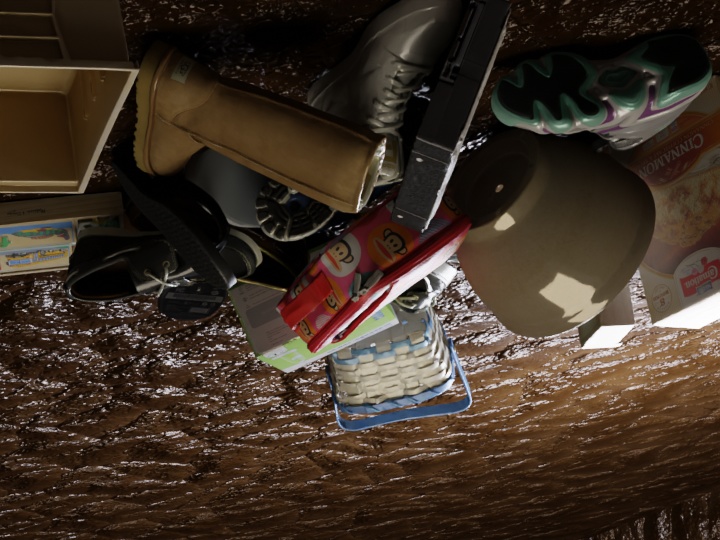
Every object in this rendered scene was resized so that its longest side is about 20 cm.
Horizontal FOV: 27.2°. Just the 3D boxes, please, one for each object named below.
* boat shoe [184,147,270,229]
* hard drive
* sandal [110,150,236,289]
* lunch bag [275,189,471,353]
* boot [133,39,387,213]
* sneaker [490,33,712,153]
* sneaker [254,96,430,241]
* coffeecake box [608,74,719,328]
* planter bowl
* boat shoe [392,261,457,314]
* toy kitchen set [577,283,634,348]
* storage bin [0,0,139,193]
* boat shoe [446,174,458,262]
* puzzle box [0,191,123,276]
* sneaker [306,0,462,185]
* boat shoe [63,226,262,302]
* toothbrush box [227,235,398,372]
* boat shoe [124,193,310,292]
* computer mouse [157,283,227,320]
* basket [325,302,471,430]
[{"bbox_3d":[-0.110,-0.074,1.399,0.068,0.074,0.199,0,178,33],"label":"boat shoe"},{"bbox_3d":[0.073,-0.126,1.231,0.038,0.140,0.200,21,162,2],"label":"hard drive"},{"bbox_3d":[-0.156,-0.055,1.299,0.048,0.200,0.075,-34,136,-13],"label":"sandal"},{"bbox_3d":[0.000,0.000,1.407,0.176,0.082,0.200,-35,175,-27],"label":"lunch bag"},{"bbox_3d":[-0.085,-0.094,1.217,0.200,0.066,0.175,24,159,5],"label":"boot"},{"bbox_3d":[0.213,-0.142,1.359,0.200,0.078,0.140,-8,159,-4],"label":"sneaker"},{"bbox_3d":[-0.009,-0.092,1.362,0.200,0.079,0.089,-30,178,-6],"label":"sneaker"},{"bbox_3d":[0.338,-0.063,1.454,0.073,0.200,0.153,5,155,-36],"label":"coffeecake box"},{"bbox_3d":[0.167,-0.053,1.450,0.200,0.200,0.135,-25,130,36],"label":"planter bowl"},{"bbox_3d":[0.061,0.013,1.625,0.064,0.071,0.200,-55,170,-6],"label":"boat shoe"},{"bbox_3d":[0.323,-0.004,1.633,0.200,0.181,0.163,-3,160,-8],"label":"toy kitchen set"},{"bbox_3d":[-0.287,-0.140,1.096,0.198,0.094,0.200,-2,159,-23],"label":"storage bin"},{"bbox_3d":[0.095,-0.042,1.590,0.074,0.065,0.202,-12,161,7],"label":"boat shoe"},{"bbox_3d":[-0.333,-0.031,1.470,0.200,0.025,0.133,-7,160,-11],"label":"puzzle box"},{"bbox_3d":[0.028,-0.137,1.231,0.074,0.116,0.200,4,153,-31],"label":"sneaker"},{"bbox_3d":[-0.187,-0.001,1.409,0.200,0.068,0.072,-2,135,21],"label":"boat shoe"},{"bbox_3d":[-0.048,0.039,1.627,0.145,0.086,0.200,-25,168,3],"label":"toothbrush box"},{"bbox_3d":[-0.134,-0.031,1.460,0.200,0.068,0.072,14,135,-29],"label":"boat shoe"},{"bbox_3d":[-0.138,-0.015,1.586,0.140,0.046,0.200,1,146,-18],"label":"computer mouse"},{"bbox_3d":[0.042,0.120,1.865,0.176,0.139,0.200,-11,130,3],"label":"basket"}]
